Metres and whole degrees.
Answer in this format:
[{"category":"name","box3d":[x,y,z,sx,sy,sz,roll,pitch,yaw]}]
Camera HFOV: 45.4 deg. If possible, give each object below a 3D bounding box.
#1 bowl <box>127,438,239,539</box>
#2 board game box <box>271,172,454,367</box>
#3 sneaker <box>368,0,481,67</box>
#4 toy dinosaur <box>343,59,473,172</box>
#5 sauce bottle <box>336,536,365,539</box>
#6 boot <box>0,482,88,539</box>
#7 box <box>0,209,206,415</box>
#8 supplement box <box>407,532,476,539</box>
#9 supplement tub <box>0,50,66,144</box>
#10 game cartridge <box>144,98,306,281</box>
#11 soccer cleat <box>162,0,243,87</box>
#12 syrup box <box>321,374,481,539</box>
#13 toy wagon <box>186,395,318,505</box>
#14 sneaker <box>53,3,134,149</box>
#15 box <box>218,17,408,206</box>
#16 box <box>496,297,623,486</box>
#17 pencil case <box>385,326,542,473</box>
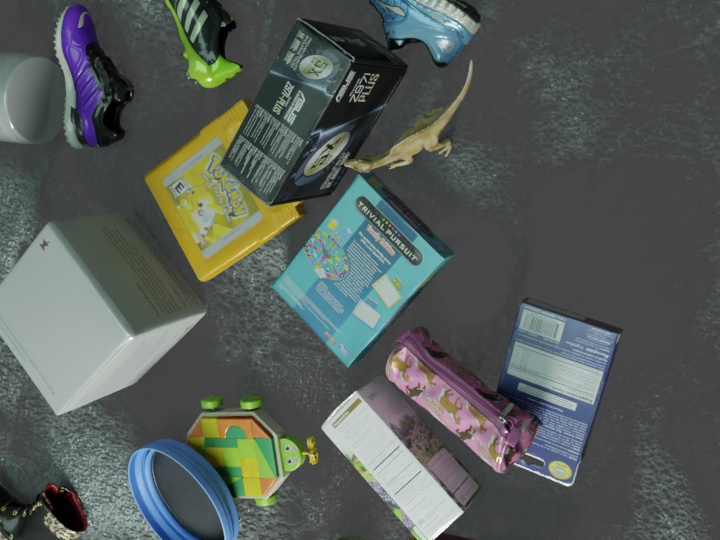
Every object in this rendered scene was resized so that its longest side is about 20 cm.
[{"category":"bowl","box3d":[-0.258,0.337,1.258,0.200,0.039,0.202,19,124,31]},{"category":"board game box","box3d":[0.000,0.000,1.103,0.151,0.047,0.200,46,114,12]},{"category":"sneaker","box3d":[0.039,-0.307,1.014,0.200,0.078,0.090,36,115,16]},{"category":"toy dinosaur","box3d":[0.077,-0.161,1.007,0.200,0.101,0.058,-34,84,26]},{"category":"sauce bottle","box3d":[-0.016,0.472,1.185,0.064,0.065,0.201,7,101,24]},{"category":"boot","box3d":[-0.547,0.394,1.416,0.150,0.073,0.200,-40,85,27]},{"category":"box","box3d":[-0.375,0.055,1.219,0.200,0.171,0.199,-43,80,25]},{"category":"supplement box","box3d":[0.149,0.410,1.084,0.199,0.086,0.111,4,101,25]},{"category":"supplement tub","box3d":[-0.547,-0.259,1.268,0.199,0.132,0.133,10,103,22]},{"category":"game cartridge","box3d":[-0.186,-0.107,1.180,0.200,0.032,0.177,-32,85,27]},{"category":"soccer cleat","box3d":[-0.213,-0.343,1.139,0.081,0.068,0.201,-18,92,9]},{"category":"syrup box","box3d":[0.052,0.239,1.103,0.200,0.079,0.081,47,115,11]},{"category":"toy wagon","box3d":[-0.156,0.257,1.226,0.199,0.040,0.156,-5,97,26]},{"category":"sneaker","box3d":[-0.368,-0.274,1.222,0.099,0.070,0.201,3,104,18]},{"category":"box","box3d":[-0.053,-0.187,1.029,0.086,0.164,0.200,39,112,14]},{"category":"box","box3d":[0.226,0.145,1.030,0.121,0.032,0.201,19,106,22]},{"category":"pencil case","box3d":[0.118,0.151,1.031,0.200,0.083,0.087,38,118,32]}]
